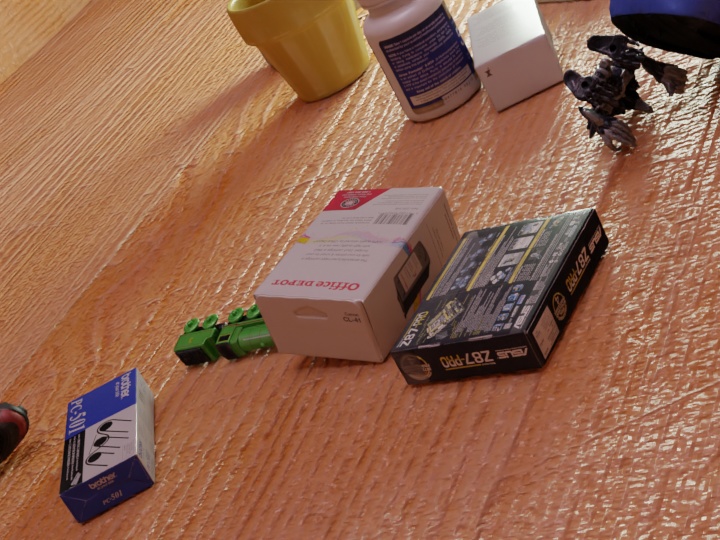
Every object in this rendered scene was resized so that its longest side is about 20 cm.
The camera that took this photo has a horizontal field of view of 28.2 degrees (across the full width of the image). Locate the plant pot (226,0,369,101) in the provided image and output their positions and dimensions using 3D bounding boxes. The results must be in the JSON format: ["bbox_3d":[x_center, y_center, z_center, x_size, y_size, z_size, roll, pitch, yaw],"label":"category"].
[{"bbox_3d":[-0.082,-0.380,2.258,0.199,0.190,0.201,-25,24,12],"label":"plant pot"}]

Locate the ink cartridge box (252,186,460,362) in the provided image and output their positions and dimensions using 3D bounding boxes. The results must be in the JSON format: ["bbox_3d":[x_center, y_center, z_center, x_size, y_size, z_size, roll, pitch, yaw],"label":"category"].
[{"bbox_3d":[0.000,0.000,1.535,0.146,0.086,0.201,2,40,35],"label":"ink cartridge box"}]

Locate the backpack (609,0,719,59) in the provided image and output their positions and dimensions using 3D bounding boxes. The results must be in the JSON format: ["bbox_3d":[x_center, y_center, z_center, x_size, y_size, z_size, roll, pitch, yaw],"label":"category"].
[{"bbox_3d":[0.369,-0.316,1.554,0.198,0.171,0.162,3,0,-32],"label":"backpack"}]

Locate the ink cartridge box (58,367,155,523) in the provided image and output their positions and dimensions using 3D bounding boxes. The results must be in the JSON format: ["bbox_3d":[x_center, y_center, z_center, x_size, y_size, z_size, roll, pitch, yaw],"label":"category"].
[{"bbox_3d":[-0.275,0.186,1.565,0.093,0.045,0.200,-28,24,3],"label":"ink cartridge box"}]

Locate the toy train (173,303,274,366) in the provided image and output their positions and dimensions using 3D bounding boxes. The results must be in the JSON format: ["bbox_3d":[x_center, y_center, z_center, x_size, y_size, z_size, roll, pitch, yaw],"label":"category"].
[{"bbox_3d":[-0.132,0.071,1.632,0.198,0.042,0.057,-13,39,35],"label":"toy train"}]

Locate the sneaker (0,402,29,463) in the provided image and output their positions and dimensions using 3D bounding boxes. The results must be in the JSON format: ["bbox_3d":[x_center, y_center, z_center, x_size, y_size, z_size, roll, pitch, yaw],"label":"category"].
[{"bbox_3d":[-0.471,0.232,1.675,0.199,0.071,0.098,-33,24,-1],"label":"sneaker"}]

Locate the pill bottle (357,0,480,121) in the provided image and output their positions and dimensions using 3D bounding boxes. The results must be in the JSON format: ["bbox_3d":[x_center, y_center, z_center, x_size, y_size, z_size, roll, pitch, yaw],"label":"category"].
[{"bbox_3d":[0.072,-0.317,1.942,0.119,0.201,0.120,-24,25,12],"label":"pill bottle"}]

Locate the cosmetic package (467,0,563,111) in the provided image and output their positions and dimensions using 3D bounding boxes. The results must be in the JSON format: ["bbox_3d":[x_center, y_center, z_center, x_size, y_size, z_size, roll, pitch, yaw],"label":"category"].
[{"bbox_3d":[0.204,-0.297,1.908,0.100,0.072,0.201,-24,25,14],"label":"cosmetic package"}]

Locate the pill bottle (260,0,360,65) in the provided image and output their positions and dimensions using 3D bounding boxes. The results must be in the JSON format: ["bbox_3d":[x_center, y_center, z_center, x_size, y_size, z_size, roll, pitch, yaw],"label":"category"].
[{"bbox_3d":[-0.100,-0.458,2.519,0.198,0.120,0.120,-28,24,5],"label":"pill bottle"}]

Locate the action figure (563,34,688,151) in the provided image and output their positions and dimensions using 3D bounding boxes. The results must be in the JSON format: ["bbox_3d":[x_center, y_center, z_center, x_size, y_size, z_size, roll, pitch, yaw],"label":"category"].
[{"bbox_3d":[0.290,-0.193,1.575,0.120,0.102,0.200,-55,-20,9],"label":"action figure"}]

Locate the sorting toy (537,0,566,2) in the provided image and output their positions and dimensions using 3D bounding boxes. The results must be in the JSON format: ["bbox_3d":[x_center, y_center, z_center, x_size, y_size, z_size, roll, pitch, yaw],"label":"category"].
[{"bbox_3d":[0.328,-0.481,2.122,0.198,0.070,0.199,-41,25,-22],"label":"sorting toy"}]

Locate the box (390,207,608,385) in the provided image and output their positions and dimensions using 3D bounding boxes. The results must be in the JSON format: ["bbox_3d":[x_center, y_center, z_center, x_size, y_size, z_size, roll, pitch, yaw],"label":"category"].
[{"bbox_3d":[0.137,0.024,1.396,0.160,0.049,0.201,-10,32,36],"label":"box"}]
